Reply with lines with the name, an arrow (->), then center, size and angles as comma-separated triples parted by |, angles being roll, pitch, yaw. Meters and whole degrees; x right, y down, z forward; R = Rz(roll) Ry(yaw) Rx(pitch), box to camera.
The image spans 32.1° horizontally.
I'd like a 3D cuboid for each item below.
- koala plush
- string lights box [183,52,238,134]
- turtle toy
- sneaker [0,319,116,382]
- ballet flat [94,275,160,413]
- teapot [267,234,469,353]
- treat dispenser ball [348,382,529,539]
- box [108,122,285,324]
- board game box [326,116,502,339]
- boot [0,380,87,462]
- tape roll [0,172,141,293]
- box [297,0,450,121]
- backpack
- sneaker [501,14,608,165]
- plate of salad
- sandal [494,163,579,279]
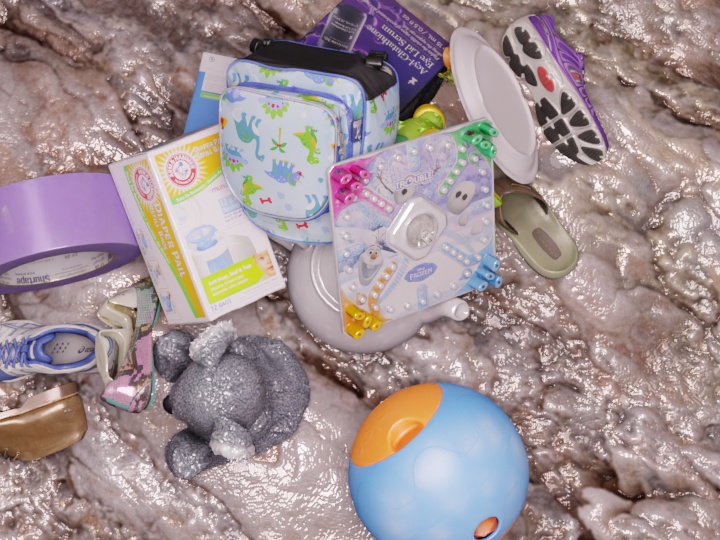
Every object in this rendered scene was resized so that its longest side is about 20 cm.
koala plush -> -0.150, 0.137, 1.410 | 0.184, 0.200, 0.178 | -9, 80, -1
string lights box -> -0.163, -0.155, 1.528 | 0.103, 0.059, 0.200 | 12, 82, 3
turtle toy -> 0.095, -0.093, 1.437 | 0.101, 0.146, 0.200 | -38, 107, 14
sneaker -> -0.386, 0.090, 1.479 | 0.200, 0.088, 0.075 | -7, 83, 1
ballet flat -> -0.270, 0.074, 1.444 | 0.071, 0.069, 0.200 | 21, 43, -25
teapot -> 0.000, 0.000, 1.458 | 0.200, 0.146, 0.198 | -19, 81, -1
treat dispenser ball -> 0.086, 0.225, 1.392 | 0.201, 0.201, 0.201 | 0, 81, 1
box -> -0.185, -0.052, 1.414 | 0.112, 0.101, 0.200 | -25, 101, -35
board game box -> 0.064, -0.042, 1.318 | 0.200, 0.026, 0.200 | -19, 122, -24
boot -> -0.419, 0.200, 1.474 | 0.200, 0.074, 0.076 | -20, 91, -4
tape roll -> -0.359, -0.040, 1.442 | 0.200, 0.200, 0.085 | -15, 80, -1
box -> -0.006, -0.220, 1.481 | 0.148, 0.104, 0.200 | 38, 61, 5
backpack -> -0.060, -0.127, 1.334 | 0.183, 0.147, 0.200 | 13, 122, 25
sneaker -> 0.255, -0.226, 1.527 | 0.083, 0.081, 0.200 | -27, 91, -31
plate of salad -> 0.151, -0.191, 1.476 | 0.048, 0.200, 0.200 | -24, 80, 27
sandal -> 0.189, -0.077, 1.510 | 0.080, 0.057, 0.201 | -44, 80, -6
